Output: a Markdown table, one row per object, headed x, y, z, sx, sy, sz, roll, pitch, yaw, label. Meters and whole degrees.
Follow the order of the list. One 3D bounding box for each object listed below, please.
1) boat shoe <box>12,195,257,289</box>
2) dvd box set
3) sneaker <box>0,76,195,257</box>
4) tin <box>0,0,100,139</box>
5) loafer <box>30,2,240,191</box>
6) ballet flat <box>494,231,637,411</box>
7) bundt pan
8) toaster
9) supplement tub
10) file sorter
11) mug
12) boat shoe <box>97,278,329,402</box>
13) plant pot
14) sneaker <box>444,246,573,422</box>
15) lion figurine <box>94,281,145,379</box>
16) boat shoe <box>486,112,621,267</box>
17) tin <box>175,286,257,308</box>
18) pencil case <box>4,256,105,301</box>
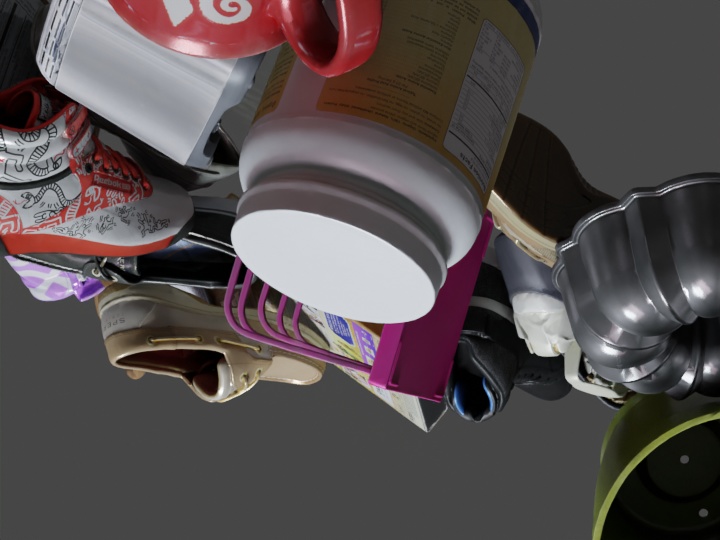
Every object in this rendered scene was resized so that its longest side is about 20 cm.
| x | y | z | sx | sy | sz | roll | pitch | yaw | label |
| --- | --- | --- | --- | --- | --- | --- | --- | --- | --- |
| -0.165 | -0.020 | 1.384 | 0.198 | 0.057 | 0.069 | 1 | 131 | -2 | boat shoe |
| -0.023 | 0.034 | 1.492 | 0.199 | 0.029 | 0.147 | 35 | 162 | 24 | dvd box set |
| -0.182 | -0.070 | 1.282 | 0.200 | 0.109 | 0.067 | -4 | -144 | -39 | sneaker |
| -0.237 | -0.137 | 1.301 | 0.042 | 0.113 | 0.200 | -5 | 148 | 24 | tin |
| -0.152 | -0.121 | 1.329 | 0.069 | 0.070 | 0.200 | -5 | 152 | 30 | loafer |
| 0.159 | 0.044 | 1.425 | 0.073 | 0.074 | 0.200 | -3 | 147 | 40 | ballet flat |
| 0.224 | 0.021 | 1.243 | 0.200 | 0.076 | 0.202 | -2 | 149 | -1 | bundt pan |
| -0.118 | -0.155 | 1.174 | 0.128 | 0.114 | 0.200 | 25 | 157 | -7 | toaster |
| 0.014 | -0.086 | 1.109 | 0.143 | 0.201 | 0.145 | 16 | 155 | 8 | supplement tub |
| 0.000 | 0.000 | 1.298 | 0.124 | 0.140 | 0.200 | 16 | 178 | 14 | file sorter |
| -0.046 | -0.210 | 0.993 | 0.176 | 0.134 | 0.200 | 25 | 151 | 2 | mug |
| -0.111 | 0.066 | 1.458 | 0.199 | 0.070 | 0.074 | 16 | 147 | -31 | boat shoe |
| 0.250 | 0.164 | 1.371 | 0.199 | 0.202 | 0.193 | 23 | -168 | -7 | plant pot |
| 0.105 | 0.078 | 1.472 | 0.073 | 0.113 | 0.200 | -6 | 146 | 28 | sneaker |
| -0.219 | -0.003 | 1.557 | 0.199 | 0.073 | 0.123 | 34 | 154 | 21 | lion figurine |
| 0.116 | -0.040 | 1.281 | 0.064 | 0.072 | 0.200 | -10 | 143 | 46 | boat shoe |
| -0.134 | -0.001 | 1.526 | 0.112 | 0.042 | 0.200 | 34 | 161 | 22 | tin |
| -0.258 | -0.064 | 1.438 | 0.201 | 0.084 | 0.086 | 57 | -179 | -30 | pencil case |
